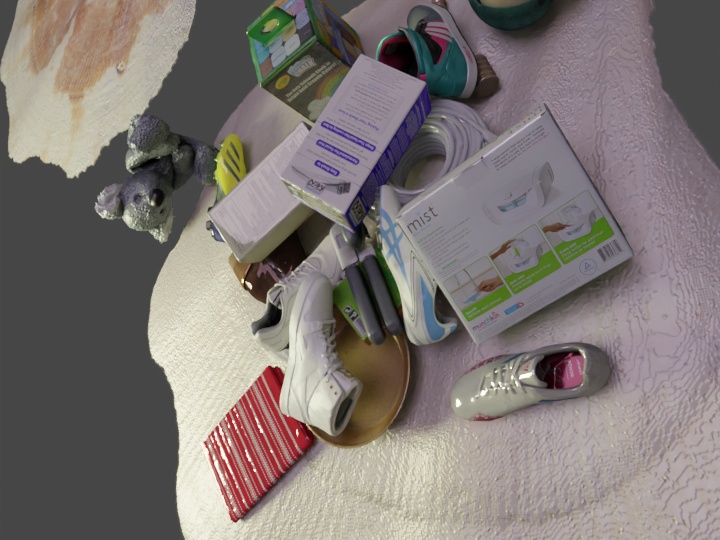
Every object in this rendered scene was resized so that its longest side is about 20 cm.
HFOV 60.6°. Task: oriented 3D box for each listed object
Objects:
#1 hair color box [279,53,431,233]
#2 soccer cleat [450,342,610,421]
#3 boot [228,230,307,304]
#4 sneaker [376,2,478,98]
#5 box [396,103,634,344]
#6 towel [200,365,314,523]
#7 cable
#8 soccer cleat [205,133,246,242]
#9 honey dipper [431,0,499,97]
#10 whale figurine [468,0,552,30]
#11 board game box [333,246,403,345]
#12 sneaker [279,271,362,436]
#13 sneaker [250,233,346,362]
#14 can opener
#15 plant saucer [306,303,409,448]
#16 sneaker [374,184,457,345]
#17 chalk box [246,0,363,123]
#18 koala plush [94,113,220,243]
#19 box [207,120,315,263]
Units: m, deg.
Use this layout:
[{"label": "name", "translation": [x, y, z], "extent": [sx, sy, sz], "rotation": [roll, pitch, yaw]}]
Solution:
[{"label": "hair color box", "translation": [-0.003, -0.166, 0.800], "extent": [0.108, 0.065, 0.203], "rotation": [29, 79, 22]}, {"label": "soccer cleat", "translation": [0.178, 0.121, 0.695], "extent": [0.196, 0.086, 0.072], "rotation": [-22, 64, 29]}, {"label": "boot", "translation": [-0.107, -0.033, 0.977], "extent": [0.165, 0.072, 0.202], "rotation": [39, 97, 23]}, {"label": "sneaker", "translation": [0.073, -0.312, 0.860], "extent": [0.085, 0.117, 0.203], "rotation": [109, 149, -43]}, {"label": "box", "translation": [0.168, -0.050, 0.692], "extent": [0.198, 0.097, 0.178], "rotation": [-34, 96, 23]}, {"label": "towel", "translation": [-0.161, 0.263, 0.943], "extent": [0.201, 0.022, 0.146], "rotation": [-48, 57, 18]}, {"label": "cable", "translation": [0.086, -0.139, 0.832], "extent": [0.197, 0.069, 0.203], "rotation": [-34, 53, 11]}, {"label": "soccer cleat", "translation": [-0.220, -0.145, 1.092], "extent": [0.081, 0.065, 0.207], "rotation": [1, 71, 5]}, {"label": "honey dipper", "translation": [0.143, -0.331, 0.883], "extent": [0.038, 0.038, 0.204], "rotation": [-33, 58, 23]}, {"label": "whale figurine", "translation": [0.230, -0.401, 0.817], "extent": [0.199, 0.105, 0.159], "rotation": [-40, 53, -9]}, {"label": "board game box", "translation": [0.054, -0.002, 0.833], "extent": [0.200, 0.030, 0.096], "rotation": [-45, 53, 3]}, {"label": "sneaker", "translation": [-0.039, 0.112, 0.816], "extent": [0.113, 0.073, 0.207], "rotation": [16, 103, 36]}, {"label": "sneaker", "translation": [-0.083, 0.030, 0.880], "extent": [0.075, 0.080, 0.203], "rotation": [27, 85, 51]}, {"label": "can opener", "translation": [0.000, 0.000, 0.810], "extent": [0.052, 0.067, 0.204], "rotation": [-27, 59, 10]}, {"label": "plant saucer", "translation": [-0.008, 0.141, 0.857], "extent": [0.195, 0.035, 0.207], "rotation": [-12, 70, 33]}, {"label": "sneaker", "translation": [0.065, -0.010, 0.758], "extent": [0.070, 0.072, 0.206], "rotation": [-18, 98, 9]}, {"label": "chalk box", "translation": [-0.092, -0.342, 0.954], "extent": [0.122, 0.198, 0.127], "rotation": [-28, 62, 25]}, {"label": "koala plush", "translation": [-0.386, -0.165, 1.150], "extent": [0.182, 0.175, 0.206], "rotation": [19, 88, 49]}, {"label": "box", "translation": [-0.118, -0.110, 0.902], "extent": [0.199, 0.078, 0.096], "rotation": [-39, 81, 13]}]
